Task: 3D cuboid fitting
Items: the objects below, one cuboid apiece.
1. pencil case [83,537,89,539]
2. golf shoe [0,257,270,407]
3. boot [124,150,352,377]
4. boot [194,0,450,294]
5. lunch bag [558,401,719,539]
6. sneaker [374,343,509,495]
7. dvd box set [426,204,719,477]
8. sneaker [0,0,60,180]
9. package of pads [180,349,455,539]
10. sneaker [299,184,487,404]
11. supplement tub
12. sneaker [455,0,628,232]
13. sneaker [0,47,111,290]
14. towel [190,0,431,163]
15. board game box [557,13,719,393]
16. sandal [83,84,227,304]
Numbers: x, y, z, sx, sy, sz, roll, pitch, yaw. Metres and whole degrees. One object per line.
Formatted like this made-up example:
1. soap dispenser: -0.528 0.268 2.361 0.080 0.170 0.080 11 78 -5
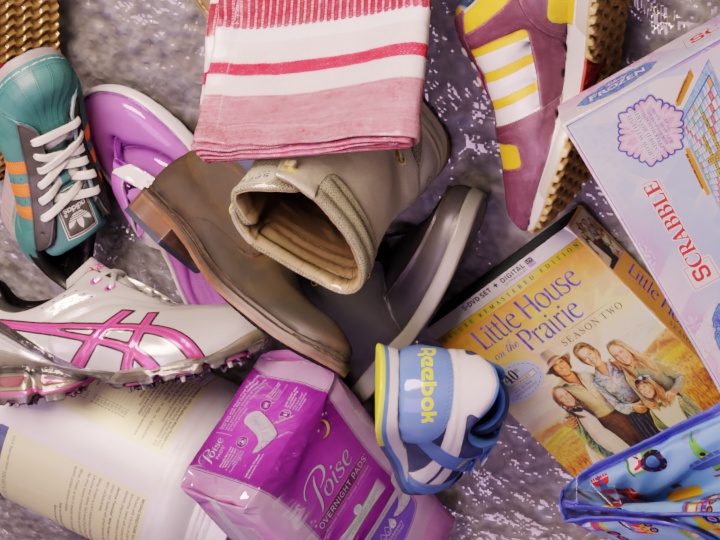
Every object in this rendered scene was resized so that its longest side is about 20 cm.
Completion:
1. pencil case: -0.120 0.238 1.513 0.199 0.094 0.091 8 126 24
2. golf shoe: -0.159 0.035 1.317 0.199 0.073 0.092 -7 91 7
3. boot: -0.057 -0.020 1.257 0.200 0.097 0.075 39 178 29
4. boot: -0.045 -0.093 1.195 0.200 0.155 0.072 45 131 -10
5. lunch bag: 0.233 0.145 1.236 0.150 0.094 0.200 24 150 -35
6. sneaker: 0.059 0.099 1.290 0.082 0.074 0.200 -6 163 8
7. dvd box set: 0.159 0.067 1.286 0.200 0.029 0.146 45 131 -8
8. sneaker: -0.250 -0.149 1.330 0.090 0.075 0.200 42 140 26
9. package of pads: -0.024 0.158 1.350 0.076 0.121 0.200 11 149 41
10. sneaker: 0.000 0.000 1.291 0.106 0.075 0.200 33 133 0
11. supplement tub: -0.162 0.126 1.421 0.200 0.145 0.145 24 130 10
12. sneaker: 0.098 -0.120 1.155 0.090 0.075 0.200 23 124 21
13. sneaker: -0.199 -0.063 1.325 0.080 0.071 0.200 51 156 26
14. towel: -0.024 -0.161 1.134 0.144 0.201 0.023 -3 164 28
15. board game box: 0.243 -0.053 1.098 0.199 0.041 0.200 -28 108 12
16. sandal: -0.128 -0.036 1.350 0.082 0.050 0.203 -21 109 35
